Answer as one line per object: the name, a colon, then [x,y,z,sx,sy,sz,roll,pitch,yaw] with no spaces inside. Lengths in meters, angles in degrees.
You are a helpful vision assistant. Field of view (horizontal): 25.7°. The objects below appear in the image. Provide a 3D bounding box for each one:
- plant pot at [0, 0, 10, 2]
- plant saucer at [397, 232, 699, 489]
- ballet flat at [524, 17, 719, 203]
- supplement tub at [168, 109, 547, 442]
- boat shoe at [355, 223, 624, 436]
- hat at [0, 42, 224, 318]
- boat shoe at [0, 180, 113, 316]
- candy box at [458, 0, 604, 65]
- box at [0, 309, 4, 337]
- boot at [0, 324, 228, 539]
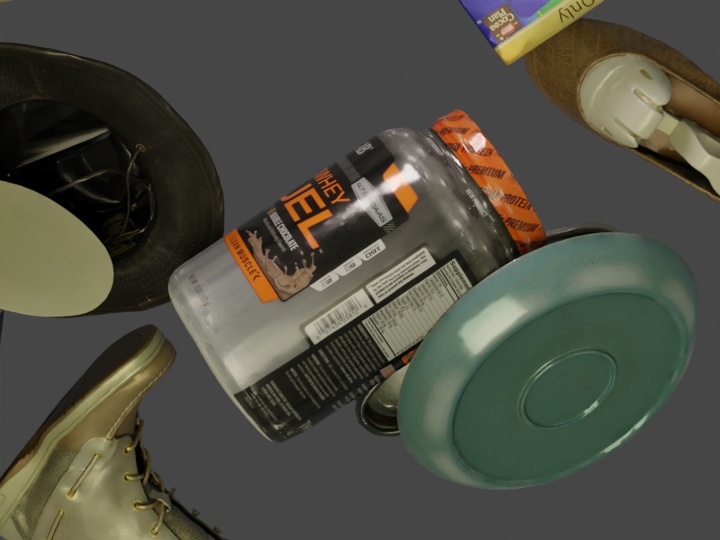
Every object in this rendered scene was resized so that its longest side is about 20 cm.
plant pot: [-0.221,-0.259,0.783,0.200,0.183,0.201,-4,77,20]
plant saucer: [0.118,0.064,0.934,0.200,0.027,0.200,-16,136,-16]
ballet flat: [0.184,-0.079,0.904,0.200,0.072,0.068,33,113,-5]
supplement tub: [0.000,0.000,0.917,0.200,0.123,0.123,-34,104,-1]
boat shoe: [0.083,0.043,0.972,0.200,0.060,0.076,-36,103,19]
hat: [-0.172,-0.068,0.953,0.200,0.081,0.201,4,128,5]
boat shoe: [-0.240,-0.021,0.909,0.200,0.063,0.071,16,79,-9]
candy box: [0.090,-0.240,0.850,0.169,0.077,0.200,-34,105,18]
box: [-0.312,0.127,1.012,0.107,0.148,0.200,13,113,3]
boot: [-0.142,0.141,1.037,0.155,0.072,0.200,39,116,-7]
